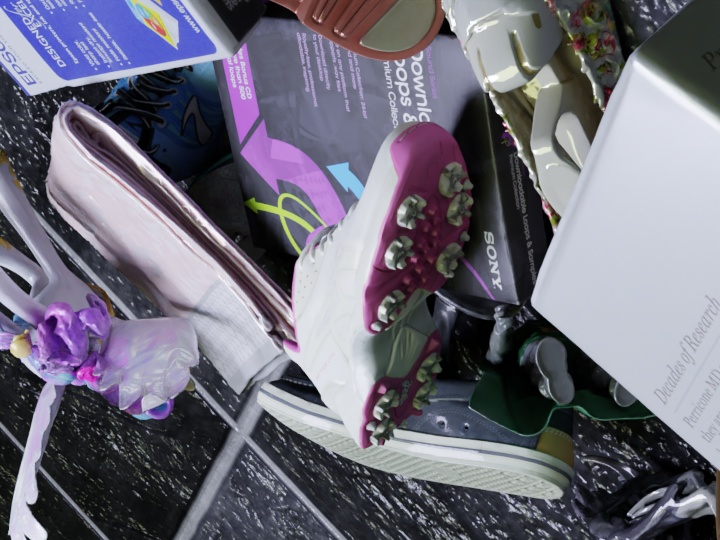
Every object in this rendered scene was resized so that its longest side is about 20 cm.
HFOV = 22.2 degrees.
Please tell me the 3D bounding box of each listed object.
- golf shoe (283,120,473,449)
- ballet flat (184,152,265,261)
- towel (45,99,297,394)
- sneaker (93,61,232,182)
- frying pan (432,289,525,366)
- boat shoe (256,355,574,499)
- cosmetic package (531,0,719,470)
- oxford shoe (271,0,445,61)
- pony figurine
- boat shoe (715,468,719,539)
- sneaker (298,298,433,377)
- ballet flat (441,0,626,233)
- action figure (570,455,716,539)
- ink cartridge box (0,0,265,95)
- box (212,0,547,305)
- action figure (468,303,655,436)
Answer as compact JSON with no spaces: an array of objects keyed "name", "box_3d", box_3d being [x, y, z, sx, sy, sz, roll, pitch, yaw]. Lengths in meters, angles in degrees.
[{"name":"golf shoe","box_3d":[0.000,0.000,0.931,0.091,0.075,0.201,38,137,28]},{"name":"ballet flat","box_3d":[-0.097,-0.026,1.170,0.200,0.067,0.063,154,108,-66]},{"name":"towel","box_3d":[-0.117,-0.008,1.104,0.191,0.032,0.200,45,164,-1]},{"name":"sneaker","box_3d":[-0.111,-0.101,1.084,0.078,0.090,0.200,42,153,14]},{"name":"frying pan","box_3d":[0.062,0.006,1.020,0.114,0.031,0.191,19,139,44]},{"name":"boat shoe","box_3d":[0.033,0.081,1.049,0.198,0.063,0.075,7,160,29]},{"name":"cosmetic package","box_3d":[0.198,-0.013,0.645,0.200,0.167,0.167,41,152,17]},{"name":"oxford shoe","box_3d":[-0.049,-0.169,0.869,0.199,0.074,0.071,34,112,-11]},{"name":"pony figurine","box_3d":[-0.180,0.044,1.114,0.200,0.166,0.193,45,-160,-17]},{"name":"boat shoe","box_3d":[0.186,0.046,0.753,0.064,0.201,0.072,20,141,-15]},{"name":"sneaker","box_3d":[-0.004,0.031,1.102,0.071,0.083,0.201,12,135,49]},{"name":"ballet flat","box_3d":[0.087,-0.083,0.833,0.075,0.064,0.201,-19,113,36]},{"name":"action figure","box_3d":[0.182,0.167,0.978,0.119,0.102,0.201,36,-151,-41]},{"name":"ink cartridge box","box_3d":[-0.172,-0.186,0.962,0.199,0.047,0.198,0,136,49]},{"name":"box","box_3d":[0.007,-0.067,0.962,0.199,0.036,0.144,11,122,42]},{"name":"action figure","box_3d":[0.102,0.046,0.935,0.200,0.117,0.055,-151,64,-86]}]
